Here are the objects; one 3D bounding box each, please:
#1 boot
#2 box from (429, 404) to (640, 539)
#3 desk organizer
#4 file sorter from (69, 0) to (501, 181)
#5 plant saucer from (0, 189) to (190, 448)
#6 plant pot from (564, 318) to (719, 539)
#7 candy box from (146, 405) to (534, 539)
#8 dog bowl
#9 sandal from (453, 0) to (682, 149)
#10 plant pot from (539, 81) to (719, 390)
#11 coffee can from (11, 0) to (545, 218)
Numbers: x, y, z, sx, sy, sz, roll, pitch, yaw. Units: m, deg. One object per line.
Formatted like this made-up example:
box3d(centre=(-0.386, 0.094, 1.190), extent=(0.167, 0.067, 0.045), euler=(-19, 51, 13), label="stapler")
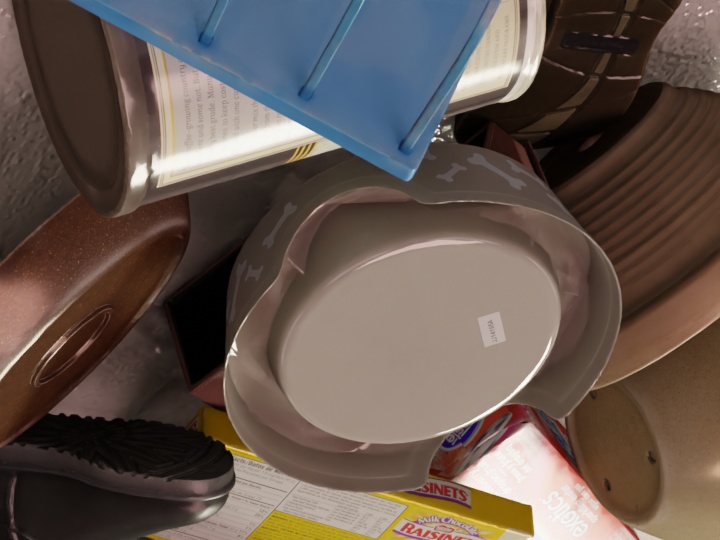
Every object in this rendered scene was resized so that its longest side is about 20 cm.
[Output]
box3d(centre=(-0.128, 0.179, 1.384), extent=(0.065, 0.164, 0.202), euler=(-24, 117, -52), label="boot")
box3d(centre=(0.076, 0.120, 1.563), extent=(0.095, 0.100, 0.200), euler=(-37, 142, 5), label="box")
box3d(centre=(0.000, 0.000, 1.382), extent=(0.200, 0.072, 0.077), euler=(-37, 136, 18), label="desk organizer")
box3d(centre=(-0.026, -0.158, 1.060), extent=(0.139, 0.199, 0.123), euler=(-64, -176, -24), label="file sorter")
box3d(centre=(-0.147, 0.026, 1.281), extent=(0.200, 0.034, 0.200), euler=(-45, 173, -7), label="plant saucer")
box3d(centre=(0.193, 0.077, 1.503), extent=(0.134, 0.200, 0.201), euler=(-20, 141, -27), label="plant pot")
box3d(centre=(-0.017, 0.132, 1.438), extent=(0.199, 0.027, 0.102), euler=(19, 137, -23), label="candy box")
box3d(centre=(0.025, 0.021, 1.318), extent=(0.198, 0.059, 0.201), euler=(-10, 137, -10), label="dog bowl")
box3d(centre=(0.106, -0.125, 1.354), extent=(0.081, 0.055, 0.200), euler=(6, 145, -15), label="sandal")
box3d(centre=(0.149, -0.034, 1.422), extent=(0.200, 0.201, 0.093), euler=(-38, 101, 6), label="plant pot")
box3d(centre=(-0.038, -0.120, 1.190), extent=(0.199, 0.147, 0.147), euler=(-17, 139, -19), label="coffee can")
